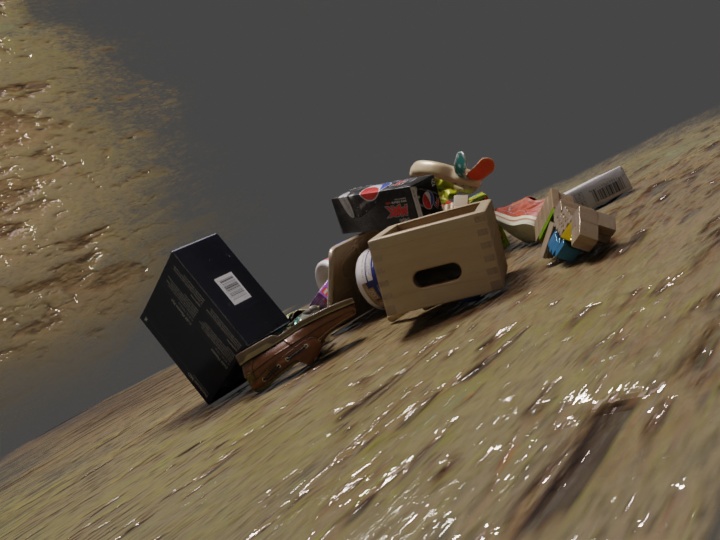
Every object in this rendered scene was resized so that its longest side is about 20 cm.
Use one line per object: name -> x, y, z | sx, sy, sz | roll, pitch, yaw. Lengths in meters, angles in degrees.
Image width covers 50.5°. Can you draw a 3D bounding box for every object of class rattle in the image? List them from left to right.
rattle -> 0.152, -0.128, 1.349 | 0.144, 0.130, 0.199 | -58, 27, -7

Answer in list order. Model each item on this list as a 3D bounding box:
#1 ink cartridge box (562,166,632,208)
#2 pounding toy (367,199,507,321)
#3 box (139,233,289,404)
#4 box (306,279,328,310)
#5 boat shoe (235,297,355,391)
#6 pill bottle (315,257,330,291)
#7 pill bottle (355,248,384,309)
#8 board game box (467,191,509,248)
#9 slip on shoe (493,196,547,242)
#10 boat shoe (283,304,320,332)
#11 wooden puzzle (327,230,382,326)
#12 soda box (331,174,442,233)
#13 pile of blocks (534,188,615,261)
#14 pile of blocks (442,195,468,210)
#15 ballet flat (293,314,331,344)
ink cartridge box -> 0.381, -0.122, 1.366 | 0.161, 0.058, 0.200 | -27, -5, 5
pounding toy -> 0.097, 0.002, 1.046 | 0.197, 0.144, 0.184 | -14, 7, 15
box -> -0.245, 0.080, 1.263 | 0.104, 0.200, 0.183 | -28, -17, -49
box -> -0.052, 0.036, 1.548 | 0.137, 0.039, 0.200 | -52, 0, -25
boat shoe -> -0.087, 0.112, 1.151 | 0.198, 0.069, 0.072 | -29, -5, -4
pill bottle -> 0.002, -0.004, 1.814 | 0.199, 0.121, 0.119 | -28, 4, -32
pill bottle -> 0.093, -0.012, 1.260 | 0.199, 0.112, 0.110 | -24, 4, 44
board game box -> 0.237, -0.092, 1.457 | 0.047, 0.103, 0.200 | -26, 3, 9
slip on shoe -> 0.273, -0.088, 1.259 | 0.062, 0.074, 0.200 | -56, 12, -4
boat shoe -> -0.112, 0.104, 1.502 | 0.071, 0.061, 0.201 | -27, 3, -22
wooden puzzle -> 0.000, 0.000, 1.395 | 0.046, 0.187, 0.199 | 31, 45, 31
soda box -> 0.042, -0.110, 1.287 | 0.063, 0.072, 0.198 | -29, 17, -39
pile of blocks -> 0.269, -0.044, 0.949 | 0.061, 0.083, 0.200 | 16, 14, -3
pile of blocks -> 0.138, -0.078, 1.327 | 0.082, 0.063, 0.198 | 30, -35, -36
ballet flat -> -0.081, 0.109, 1.286 | 0.063, 0.069, 0.200 | 3, -5, -4
